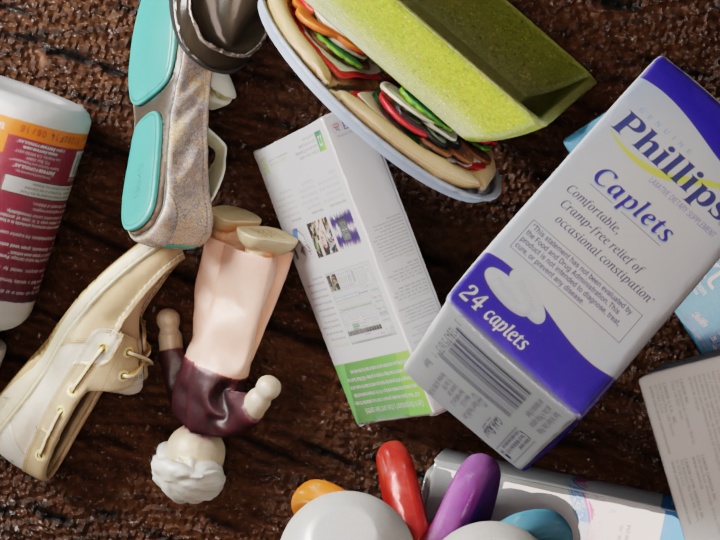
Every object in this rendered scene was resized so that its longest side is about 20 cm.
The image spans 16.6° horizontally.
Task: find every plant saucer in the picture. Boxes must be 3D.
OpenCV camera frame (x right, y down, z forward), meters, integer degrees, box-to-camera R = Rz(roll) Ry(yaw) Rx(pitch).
[{"bbox_3d":[0.045,-0.153,1.550,0.200,0.200,0.048,41,109,3],"label":"plant saucer"}]

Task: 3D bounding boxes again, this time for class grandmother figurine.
[{"bbox_3d":[-0.094,0.065,1.650,0.060,0.121,0.200,6,108,-35],"label":"grandmother figurine"}]

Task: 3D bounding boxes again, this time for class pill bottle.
[{"bbox_3d":[-0.259,-0.027,1.645,0.109,0.110,0.200,19,97,6],"label":"pill bottle"}]

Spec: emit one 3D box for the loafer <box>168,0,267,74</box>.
[{"bbox_3d":[-0.069,-0.226,1.596,0.073,0.071,0.200,16,86,-24],"label":"loafer"}]

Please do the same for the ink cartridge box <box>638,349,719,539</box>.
[{"bbox_3d":[0.285,0.115,1.501,0.200,0.047,0.160,-16,90,25],"label":"ink cartridge box"}]

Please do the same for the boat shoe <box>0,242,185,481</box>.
[{"bbox_3d":[-0.174,0.059,1.660,0.069,0.074,0.200,42,108,5],"label":"boat shoe"}]

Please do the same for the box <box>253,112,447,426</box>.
[{"bbox_3d":[0.000,0.000,1.595,0.036,0.144,0.200,-20,91,-21],"label":"box"}]

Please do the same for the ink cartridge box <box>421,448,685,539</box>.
[{"bbox_3d":[0.132,0.208,1.620,0.200,0.085,0.145,12,95,6],"label":"ink cartridge box"}]

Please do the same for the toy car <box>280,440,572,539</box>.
[{"bbox_3d":[0.044,0.180,1.525,0.200,0.175,0.150,11,59,9],"label":"toy car"}]

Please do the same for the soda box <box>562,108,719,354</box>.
[{"bbox_3d":[0.214,-0.020,1.599,0.068,0.064,0.200,-34,90,9],"label":"soda box"}]

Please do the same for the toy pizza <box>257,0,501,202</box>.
[{"bbox_3d":[0.018,-0.120,1.550,0.200,0.200,0.032,44,107,3],"label":"toy pizza"}]

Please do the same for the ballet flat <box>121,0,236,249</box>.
[{"bbox_3d":[-0.118,-0.103,1.635,0.067,0.068,0.200,18,66,-33],"label":"ballet flat"}]

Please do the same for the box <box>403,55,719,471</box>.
[{"bbox_3d":[0.136,0.001,1.458,0.105,0.184,0.200,41,75,4],"label":"box"}]
